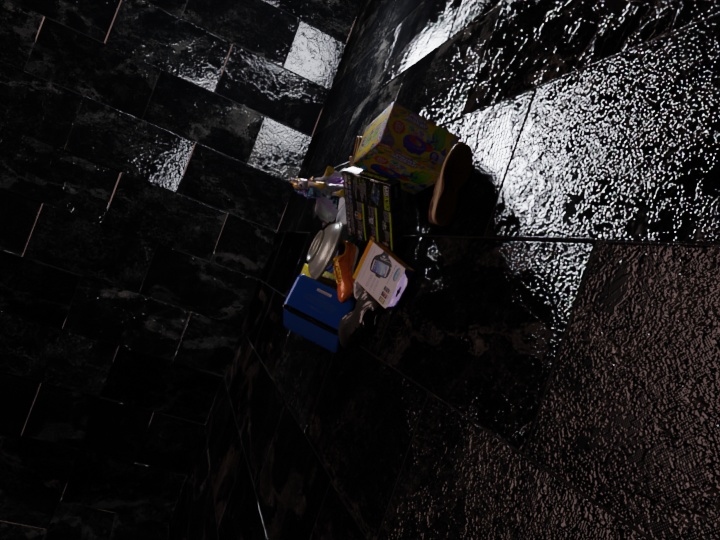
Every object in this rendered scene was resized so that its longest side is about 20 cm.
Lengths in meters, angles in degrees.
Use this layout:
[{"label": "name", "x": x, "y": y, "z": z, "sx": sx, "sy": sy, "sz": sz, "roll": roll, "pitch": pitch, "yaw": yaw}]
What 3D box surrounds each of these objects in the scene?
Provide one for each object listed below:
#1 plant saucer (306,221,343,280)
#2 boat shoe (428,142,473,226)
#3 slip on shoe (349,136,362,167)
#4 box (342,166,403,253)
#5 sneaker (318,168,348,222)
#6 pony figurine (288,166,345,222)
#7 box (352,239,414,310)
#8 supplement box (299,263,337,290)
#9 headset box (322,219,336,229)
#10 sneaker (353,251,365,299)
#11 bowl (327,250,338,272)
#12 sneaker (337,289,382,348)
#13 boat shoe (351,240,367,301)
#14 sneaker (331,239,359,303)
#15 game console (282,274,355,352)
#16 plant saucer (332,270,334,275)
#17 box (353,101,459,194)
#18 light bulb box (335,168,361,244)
[{"label": "plant saucer", "x": -0.120, "y": -0.067, "z": 1.726, "sx": 0.200, "sy": 0.050, "sz": 0.200, "roll": -56, "pitch": 17, "yaw": 27}, {"label": "boat shoe", "x": 0.205, "y": -0.203, "z": 1.330, "sx": 0.072, "sy": 0.072, "sz": 0.200, "roll": -161, "pitch": 85, "yaw": -71}, {"label": "slip on shoe", "x": -0.020, "y": -0.440, "z": 2.254, "sx": 0.200, "sy": 0.060, "sz": 0.076, "roll": -65, "pitch": 18, "yaw": 12}, {"label": "box", "x": 0.033, "y": -0.168, "z": 1.543, "sx": 0.193, "sy": 0.047, "sz": 0.200, "roll": 23, "pitch": 129, "yaw": 41}, {"label": "sneaker", "x": -0.079, "y": -0.255, "z": 1.918, "sx": 0.082, "sy": 0.073, "sz": 0.200, "roll": -142, "pitch": 77, "yaw": -84}, {"label": "pony figurine", "x": -0.100, "y": -0.250, "z": 1.722, "sx": 0.200, "sy": 0.193, "sz": 0.167, "roll": 3, "pitch": 74, "yaw": 51}, {"label": "box", "x": 0.063, "y": 0.015, "z": 1.470, "sx": 0.200, "sy": 0.041, "sz": 0.119, "roll": 43, "pitch": 113, "yaw": 46}, {"label": "supplement box", "x": -0.142, "y": 0.058, "z": 1.884, "sx": 0.110, "sy": 0.109, "sz": 0.200, "roll": -68, "pitch": 19, "yaw": 5}, {"label": "headset box", "x": -0.046, "y": -0.234, "z": 2.019, "sx": 0.200, "sy": 0.075, "sz": 0.149, "roll": -40, "pitch": 30, "yaw": 26}, {"label": "sneaker", "x": 0.028, "y": 0.005, "z": 1.631, "sx": 0.099, "sy": 0.078, "sz": 0.200, "roll": 132, "pitch": 160, "yaw": -68}, {"label": "bowl", "x": -0.083, "y": -0.088, "z": 2.088, "sx": 0.201, "sy": 0.039, "sz": 0.201, "roll": -55, "pitch": 23, "yaw": 37}, {"label": "sneaker", "x": -0.002, "y": 0.146, "z": 1.548, "sx": 0.200, "sy": 0.076, "sz": 0.091, "roll": -62, "pitch": 25, "yaw": 28}, {"label": "boat shoe", "x": -0.001, "y": 0.000, "z": 1.715, "sx": 0.066, "sy": 0.072, "sz": 0.201, "roll": -20, "pitch": 53, "yaw": 56}, {"label": "sneaker", "x": -0.055, "y": 0.003, "z": 1.651, "sx": 0.073, "sy": 0.077, "sz": 0.200, "roll": -35, "pitch": 44, "yaw": 44}, {"label": "game console", "x": -0.128, "y": 0.132, "z": 1.717, "sx": 0.171, "sy": 0.200, "sz": 0.118, "roll": -63, "pitch": -11, "yaw": -6}, {"label": "plant saucer", "x": -0.071, "y": 0.040, "z": 1.926, "sx": 0.200, "sy": 0.032, "sz": 0.201, "roll": -56, "pitch": 22, "yaw": 37}, {"label": "box", "x": 0.117, "y": -0.316, "z": 1.485, "sx": 0.193, "sy": 0.200, "sz": 0.122, "roll": -18, "pitch": 50, "yaw": 68}, {"label": "light bulb box", "x": 0.017, "y": -0.200, "z": 1.781, "sx": 0.198, "sy": 0.125, "sz": 0.200, "roll": -46, "pitch": 29, "yaw": 49}]
